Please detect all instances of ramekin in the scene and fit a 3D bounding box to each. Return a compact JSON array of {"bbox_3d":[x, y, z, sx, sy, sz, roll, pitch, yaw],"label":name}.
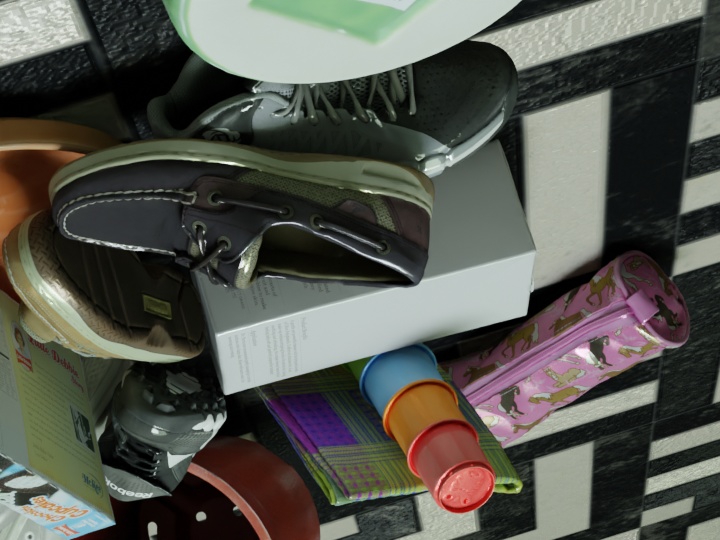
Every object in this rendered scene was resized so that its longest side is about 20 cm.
[{"bbox_3d":[-0.006,-0.165,0.917,0.200,0.098,0.200,-15,156,-7],"label":"ramekin"}]

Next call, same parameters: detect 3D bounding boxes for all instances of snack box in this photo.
[{"bbox_3d":[-0.200,0.074,1.206,0.037,0.116,0.200,-19,157,9],"label":"snack box"}]

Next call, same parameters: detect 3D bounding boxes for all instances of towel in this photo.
[{"bbox_3d":[0.004,0.089,1.393,0.144,0.200,0.023,-3,122,-30],"label":"towel"}]

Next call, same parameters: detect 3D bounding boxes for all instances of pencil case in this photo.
[{"bbox_3d":[0.143,0.060,1.544,0.200,0.087,0.083,-33,121,31],"label":"pencil case"}]

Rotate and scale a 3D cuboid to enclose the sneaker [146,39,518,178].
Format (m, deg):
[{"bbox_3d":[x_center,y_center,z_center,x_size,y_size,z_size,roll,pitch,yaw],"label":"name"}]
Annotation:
[{"bbox_3d":[-0.017,-0.091,1.108,0.200,0.075,0.116,-17,154,1],"label":"sneaker"}]

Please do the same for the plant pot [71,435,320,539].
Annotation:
[{"bbox_3d":[-0.123,0.207,1.510,0.201,0.201,0.195,-24,180,15],"label":"plant pot"}]

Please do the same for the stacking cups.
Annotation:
[{"bbox_3d":[0.032,0.073,1.343,0.060,0.200,0.061,-12,125,-18],"label":"stacking cups"}]

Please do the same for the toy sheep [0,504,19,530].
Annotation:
[{"bbox_3d":[-0.259,0.111,1.304,0.138,0.138,0.200,-15,172,-6],"label":"toy sheep"}]

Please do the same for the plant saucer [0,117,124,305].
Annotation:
[{"bbox_3d":[-0.214,-0.028,1.157,0.200,0.032,0.200,-14,157,-6],"label":"plant saucer"}]

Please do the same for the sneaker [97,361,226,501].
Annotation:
[{"bbox_3d":[-0.127,0.105,1.313,0.091,0.066,0.200,-62,-179,-1],"label":"sneaker"}]

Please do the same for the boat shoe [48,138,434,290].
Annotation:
[{"bbox_3d":[-0.060,-0.023,1.094,0.200,0.065,0.072,3,151,-8],"label":"boat shoe"}]

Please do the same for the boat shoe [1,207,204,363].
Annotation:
[{"bbox_3d":[-0.157,0.020,1.187,0.076,0.072,0.200,-12,159,16],"label":"boat shoe"}]

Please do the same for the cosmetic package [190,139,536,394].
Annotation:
[{"bbox_3d":[0.000,0.000,1.302,0.200,0.085,0.108,-15,157,-8],"label":"cosmetic package"}]

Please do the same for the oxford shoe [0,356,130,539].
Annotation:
[{"bbox_3d":[-0.198,0.138,1.392,0.058,0.075,0.200,27,94,-23],"label":"oxford shoe"}]
